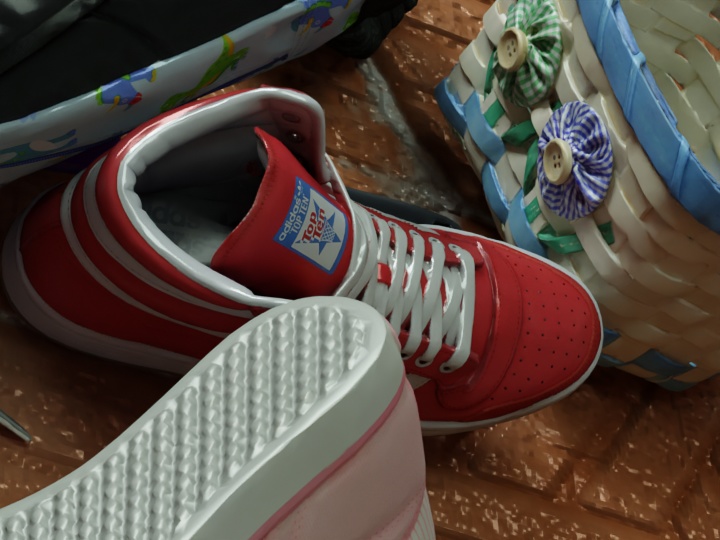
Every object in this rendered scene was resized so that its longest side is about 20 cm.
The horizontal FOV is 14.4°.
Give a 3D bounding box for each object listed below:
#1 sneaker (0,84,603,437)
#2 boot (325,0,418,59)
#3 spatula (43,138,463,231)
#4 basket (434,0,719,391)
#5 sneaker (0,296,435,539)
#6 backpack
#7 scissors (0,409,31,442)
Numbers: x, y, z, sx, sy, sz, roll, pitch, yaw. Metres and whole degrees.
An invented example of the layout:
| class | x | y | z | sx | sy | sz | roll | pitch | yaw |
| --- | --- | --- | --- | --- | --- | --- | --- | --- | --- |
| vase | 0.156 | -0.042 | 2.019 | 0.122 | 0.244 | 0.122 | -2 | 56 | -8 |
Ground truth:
| class | x | y | z | sx | sy | sz | roll | pitch | yaw |
| --- | --- | --- | --- | --- | --- | --- | --- | --- | --- |
| sneaker | 0.000 | 0.000 | 0.870 | 0.199 | 0.112 | 0.072 | 9 | 71 | -21 |
| boot | -0.063 | -0.128 | 0.997 | 0.158 | 0.079 | 0.211 | 43 | 38 | 7 |
| spatula | -0.050 | -0.037 | 0.960 | 0.199 | 0.021 | 0.057 | 19 | 54 | -25 |
| basket | 0.133 | -0.064 | 0.978 | 0.139 | 0.200 | 0.177 | 25 | 33 | -45 |
| sneaker | -0.056 | 0.102 | 0.777 | 0.200 | 0.105 | 0.075 | -37 | 40 | -23 |
| backpack | -0.105 | -0.099 | 0.858 | 0.200 | 0.154 | 0.163 | -36 | 93 | -39 |
| scissors | -0.174 | -0.013 | 0.815 | 0.200 | 0.073 | 0.014 | 38 | 76 | -2 |
